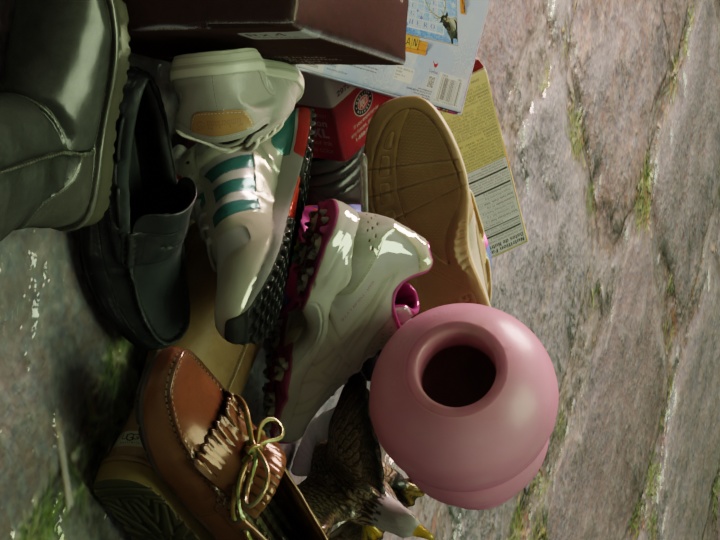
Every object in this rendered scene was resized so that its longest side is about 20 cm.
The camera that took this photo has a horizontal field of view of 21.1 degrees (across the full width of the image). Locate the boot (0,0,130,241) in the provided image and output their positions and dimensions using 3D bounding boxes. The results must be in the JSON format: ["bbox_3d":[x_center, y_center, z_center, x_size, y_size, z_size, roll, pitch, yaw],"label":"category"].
[{"bbox_3d":[-0.200,-0.084,1.009,0.200,0.073,0.182,-17,107,-60],"label":"boot"}]

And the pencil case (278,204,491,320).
[{"bbox_3d":[0.007,-0.005,1.411,0.200,0.088,0.088,2,91,-42],"label":"pencil case"}]

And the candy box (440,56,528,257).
[{"bbox_3d":[0.080,-0.116,1.641,0.115,0.055,0.200,-119,-173,-46],"label":"candy box"}]

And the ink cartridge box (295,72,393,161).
[{"bbox_3d":[-0.023,-0.201,1.361,0.146,0.083,0.200,-46,137,-36],"label":"ink cartridge box"}]

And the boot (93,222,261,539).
[{"bbox_3d":[-0.096,0.098,1.285,0.175,0.066,0.200,68,31,-48],"label":"boot"}]

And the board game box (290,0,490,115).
[{"bbox_3d":[0.025,-0.219,1.308,0.200,0.041,0.200,10,97,-55],"label":"board game box"}]

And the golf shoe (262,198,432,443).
[{"bbox_3d":[-0.012,0.045,1.304,0.075,0.092,0.200,-96,-160,-49],"label":"golf shoe"}]

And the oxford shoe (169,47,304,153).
[{"bbox_3d":[-0.075,-0.100,1.177,0.200,0.075,0.058,-28,111,-84],"label":"oxford shoe"}]

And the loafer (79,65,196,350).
[{"bbox_3d":[-0.132,-0.034,1.160,0.068,0.070,0.201,-52,140,-45],"label":"loafer"}]

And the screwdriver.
[{"bbox_3d":[0.000,0.000,1.328,0.028,0.029,0.200,-91,174,-49],"label":"screwdriver"}]

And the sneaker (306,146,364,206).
[{"bbox_3d":[0.000,-0.104,1.489,0.200,0.071,0.099,-59,151,-42],"label":"sneaker"}]

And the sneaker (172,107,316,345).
[{"bbox_3d":[-0.087,-0.034,1.247,0.070,0.093,0.200,98,3,-49],"label":"sneaker"}]

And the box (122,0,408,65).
[{"bbox_3d":[-0.072,-0.230,1.151,0.164,0.166,0.200,3,90,-66],"label":"box"}]

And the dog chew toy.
[{"bbox_3d":[0.074,0.104,1.306,0.200,0.125,0.125,71,29,-63],"label":"dog chew toy"}]

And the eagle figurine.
[{"bbox_3d":[-0.014,0.157,1.391,0.200,0.151,0.152,27,58,-60],"label":"eagle figurine"}]

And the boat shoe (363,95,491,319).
[{"bbox_3d":[0.048,-0.031,1.351,0.069,0.074,0.200,-84,162,-71],"label":"boat shoe"}]

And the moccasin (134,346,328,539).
[{"bbox_3d":[-0.073,0.126,1.185,0.201,0.078,0.074,65,35,-29],"label":"moccasin"}]
